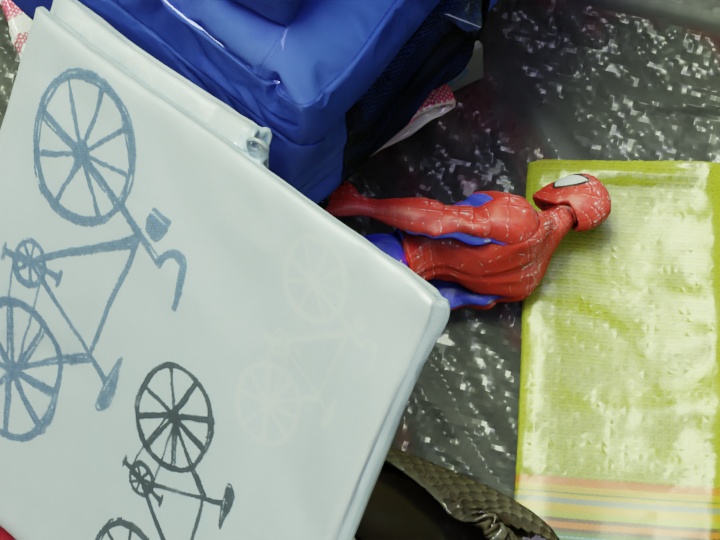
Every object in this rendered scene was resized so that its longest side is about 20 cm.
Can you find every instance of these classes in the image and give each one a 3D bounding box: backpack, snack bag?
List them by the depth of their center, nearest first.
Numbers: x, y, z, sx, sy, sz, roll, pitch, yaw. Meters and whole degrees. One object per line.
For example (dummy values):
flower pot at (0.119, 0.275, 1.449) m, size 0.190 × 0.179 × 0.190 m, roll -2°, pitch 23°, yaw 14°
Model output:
snack bag at (-0.065, 0.033, 0.729) m, size 0.200 × 0.021 × 0.189 m, roll 35°, pitch 117°, yaw 29°
backpack at (-0.006, -0.149, 0.749) m, size 0.162 × 0.168 × 0.200 m, roll 41°, pitch 69°, yaw 7°

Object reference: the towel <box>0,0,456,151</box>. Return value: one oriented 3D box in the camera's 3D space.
towel at (-0.068, -0.116, 0.837) m, size 0.146 × 0.030 × 0.201 m, roll -26°, pitch 73°, yaw -4°

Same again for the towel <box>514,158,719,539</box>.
towel at (0.101, 0.054, 0.822) m, size 0.085 × 0.018 × 0.201 m, roll 2°, pitch 74°, yaw 5°

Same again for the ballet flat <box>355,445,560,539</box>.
ballet flat at (-0.017, 0.084, 0.804) m, size 0.199 × 0.046 × 0.068 m, roll 20°, pitch 80°, yaw 16°

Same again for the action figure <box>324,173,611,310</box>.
action figure at (0.000, 0.000, 0.813) m, size 0.199 × 0.066 × 0.052 m, roll -15°, pitch 55°, yaw -6°

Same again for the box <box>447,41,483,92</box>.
box at (-0.061, -0.136, 0.878) m, size 0.155 × 0.041 × 0.201 m, roll -25°, pitch 75°, yaw -3°

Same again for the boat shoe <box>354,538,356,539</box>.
boat shoe at (-0.023, 0.151, 0.761) m, size 0.071 × 0.062 × 0.201 m, roll -31°, pitch 83°, yaw 33°

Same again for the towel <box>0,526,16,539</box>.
towel at (-0.156, 0.088, 0.821) m, size 0.144 × 0.022 × 0.201 m, roll -26°, pitch 74°, yaw 9°
